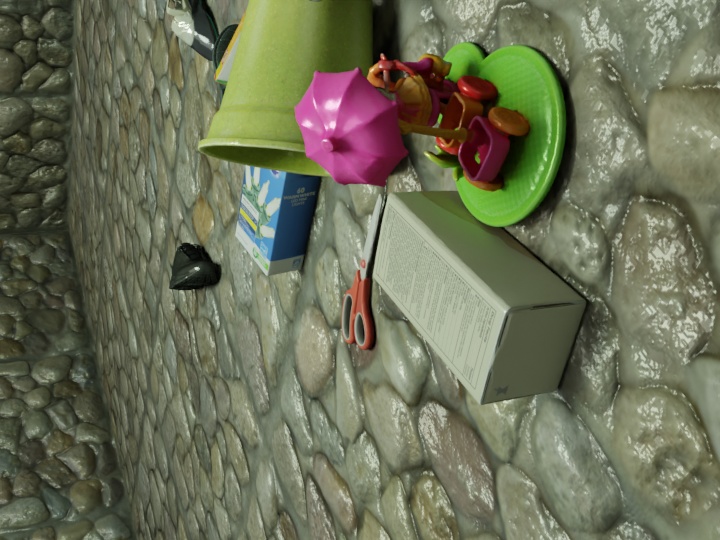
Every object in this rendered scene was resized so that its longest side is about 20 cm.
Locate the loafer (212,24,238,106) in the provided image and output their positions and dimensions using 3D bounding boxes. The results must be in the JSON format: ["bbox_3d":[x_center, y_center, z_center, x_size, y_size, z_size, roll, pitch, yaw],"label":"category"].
[{"bbox_3d":[-0.182,-0.270,1.212,0.063,0.072,0.200,116,154,-54],"label":"loafer"}]

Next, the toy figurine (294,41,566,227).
[{"bbox_3d":[0.033,-0.129,0.673,0.200,0.184,0.150,63,141,43],"label":"toy figurine"}]

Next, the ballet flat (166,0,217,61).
[{"bbox_3d":[-0.300,-0.440,1.450,0.073,0.073,0.200,-60,43,50],"label":"ballet flat"}]

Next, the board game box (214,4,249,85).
[{"bbox_3d":[-0.105,-0.276,1.016,0.200,0.095,0.030,-45,35,50],"label":"board game box"}]

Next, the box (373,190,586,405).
[{"bbox_3d":[0.092,0.015,0.712,0.200,0.078,0.095,52,138,49],"label":"box"}]

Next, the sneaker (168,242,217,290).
[{"bbox_3d":[-0.323,-0.010,1.579,0.200,0.076,0.091,-8,81,62],"label":"sneaker"}]

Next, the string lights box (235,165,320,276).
[{"bbox_3d":[-0.110,-0.105,1.115,0.103,0.059,0.200,47,137,38],"label":"string lights box"}]

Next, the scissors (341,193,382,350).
[{"bbox_3d":[0.000,0.000,0.972,0.073,0.014,0.200,-141,50,-59],"label":"scissors"}]

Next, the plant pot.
[{"bbox_3d":[-0.062,-0.205,0.890,0.200,0.200,0.185,8,91,64],"label":"plant pot"}]
